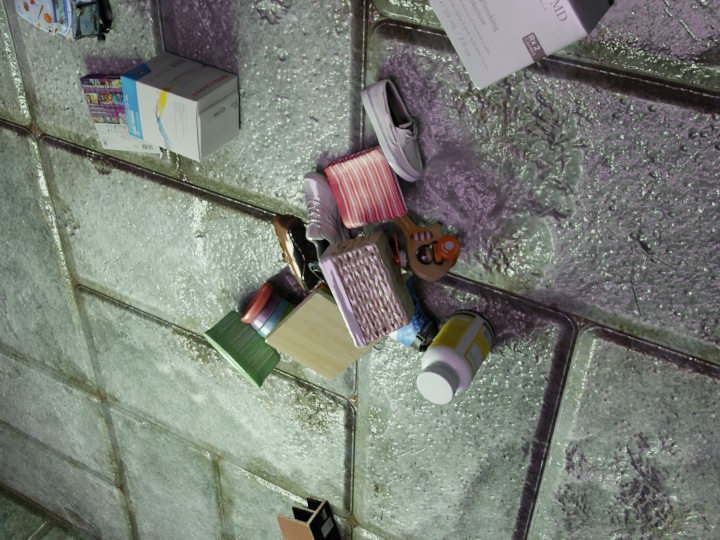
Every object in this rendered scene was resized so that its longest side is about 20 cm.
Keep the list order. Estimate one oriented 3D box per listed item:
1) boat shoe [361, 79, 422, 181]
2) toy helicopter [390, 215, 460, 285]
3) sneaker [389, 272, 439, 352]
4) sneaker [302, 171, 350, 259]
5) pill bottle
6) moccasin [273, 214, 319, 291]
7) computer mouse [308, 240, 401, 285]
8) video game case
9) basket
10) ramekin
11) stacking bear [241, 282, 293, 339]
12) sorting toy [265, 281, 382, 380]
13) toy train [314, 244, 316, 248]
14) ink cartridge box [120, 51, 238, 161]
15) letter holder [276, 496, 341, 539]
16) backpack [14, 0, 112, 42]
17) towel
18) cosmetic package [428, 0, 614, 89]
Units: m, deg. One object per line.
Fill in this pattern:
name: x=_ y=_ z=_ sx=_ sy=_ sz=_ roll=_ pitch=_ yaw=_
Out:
boat shoe: x=0.075 y=-0.266 z=1.521 sx=0.065 sy=0.072 sz=0.202 roll=-14 pitch=104 yaw=45
toy helicopter: x=0.101 y=-0.062 z=1.621 sx=0.201 sy=0.132 sz=0.079 roll=52 pitch=170 yaw=15
sneaker: x=0.124 y=0.097 z=1.741 sx=0.111 sy=0.077 sz=0.201 roll=27 pitch=137 yaw=23
sneaker: x=-0.084 y=-0.111 z=1.718 sx=0.077 sy=0.099 sz=0.202 roll=-2 pitch=120 yaw=35
pill bottle: x=0.194 y=0.182 z=1.670 sx=0.111 sy=0.200 sz=0.113 roll=18 pitch=130 yaw=23
moccasin: x=-0.143 y=-0.038 z=1.777 sx=0.077 sy=0.074 sz=0.202 roll=23 pitch=150 yaw=41
computer mouse: x=0.000 y=0.000 z=1.728 sx=0.198 sy=0.053 sz=0.138 roll=-23 pitch=138 yaw=23
video game case: x=-0.557 y=-0.370 z=1.898 sx=0.198 sy=0.036 sz=0.183 roll=8 pitch=126 yaw=30
basket: x=0.018 y=0.030 z=1.620 sx=0.122 sy=0.136 sz=0.202 roll=-21 pitch=101 yaw=14
ramekin: x=-0.294 y=0.195 z=2.039 sx=0.200 sy=0.098 sz=0.200 roll=42 pitch=166 yaw=13
stacking bear: x=-0.180 y=0.133 z=1.958 sx=0.199 sy=0.114 sz=0.121 roll=37 pitch=173 yaw=-10
sorting toy: x=-0.082 y=0.135 z=1.861 sx=0.199 sy=0.070 sz=0.199 roll=34 pitch=123 yaw=-24
toy train: x=-0.082 y=-0.011 z=1.836 sx=0.045 sy=0.034 sz=0.201 roll=-12 pitch=114 yaw=37
ink cartridge box: x=-0.378 y=-0.350 z=1.712 sx=0.198 sy=0.147 sz=0.146 roll=22 pitch=132 yaw=20
letter holder: x=-0.156 y=0.787 z=2.427 sx=0.141 sy=0.101 sz=0.202 roll=4 pitch=123 yaw=35
backpack: x=-0.646 y=-0.605 z=1.717 sx=0.199 sy=0.154 sz=0.192 roll=28 pitch=123 yaw=18
towel: x=0.007 y=-0.164 z=1.620 sx=0.199 sy=0.022 sz=0.146 roll=-9 pitch=103 yaw=54
cosmetic package: x=0.247 y=-0.412 z=1.223 sx=0.199 sy=0.165 sz=0.166 roll=-20 pitch=110 yaw=42
